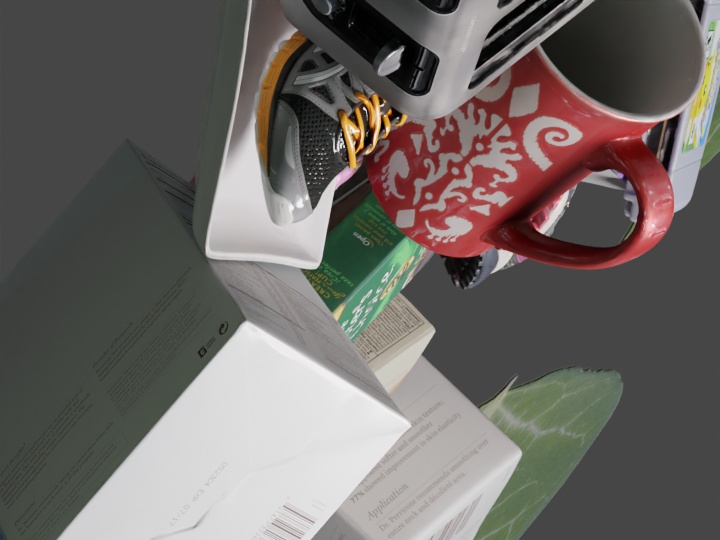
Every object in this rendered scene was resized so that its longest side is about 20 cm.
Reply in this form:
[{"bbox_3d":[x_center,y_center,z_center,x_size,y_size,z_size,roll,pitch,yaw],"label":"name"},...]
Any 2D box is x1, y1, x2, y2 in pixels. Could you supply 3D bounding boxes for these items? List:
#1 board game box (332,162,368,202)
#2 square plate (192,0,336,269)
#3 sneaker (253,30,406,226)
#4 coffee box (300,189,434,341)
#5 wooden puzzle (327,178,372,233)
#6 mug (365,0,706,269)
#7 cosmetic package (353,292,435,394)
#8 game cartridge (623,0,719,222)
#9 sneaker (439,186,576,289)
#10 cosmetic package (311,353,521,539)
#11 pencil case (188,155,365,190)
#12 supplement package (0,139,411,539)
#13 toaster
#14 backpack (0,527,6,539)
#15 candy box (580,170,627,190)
[{"bbox_3d":[0.031,-0.132,1.876,0.200,0.040,0.153,-35,162,-37],"label":"board game box"},{"bbox_3d":[-0.047,-0.104,1.597,0.198,0.028,0.201,6,93,-72],"label":"square plate"},{"bbox_3d":[-0.003,-0.103,1.565,0.079,0.077,0.201,81,26,-47],"label":"sneaker"},{"bbox_3d":[0.000,0.000,1.824,0.200,0.044,0.123,-45,169,-41],"label":"coffee box"},{"bbox_3d":[0.025,-0.058,1.999,0.185,0.037,0.200,-36,174,-16],"label":"wooden puzzle"},{"bbox_3d":[0.096,-0.082,1.668,0.133,0.179,0.200,16,146,-26],"label":"mug"},{"bbox_3d":[-0.052,0.077,2.082,0.200,0.103,0.087,-32,162,-42],"label":"cosmetic package"},{"bbox_3d":[0.232,-0.136,1.997,0.133,0.040,0.201,-31,133,-76],"label":"game cartridge"},{"bbox_3d":[0.107,-0.053,1.906,0.074,0.081,0.200,-22,172,-20],"label":"sneaker"},{"bbox_3d":[-0.013,0.161,2.219,0.167,0.200,0.167,-36,162,-36],"label":"cosmetic package"},{"bbox_3d":[-0.077,-0.025,1.756,0.200,0.086,0.083,-56,-177,25],"label":"pencil case"},{"bbox_3d":[-0.113,0.074,1.605,0.191,0.200,0.147,-48,129,10],"label":"supplement package"},{"bbox_3d":[0.066,-0.199,1.495,0.200,0.119,0.181,-38,165,-26],"label":"toaster"},{"bbox_3d":[-0.165,0.130,1.854,0.166,0.127,0.200,-11,145,-48],"label":"backpack"},{"bbox_3d":[0.177,-0.168,1.971,0.168,0.071,0.201,26,78,-74],"label":"candy box"}]
